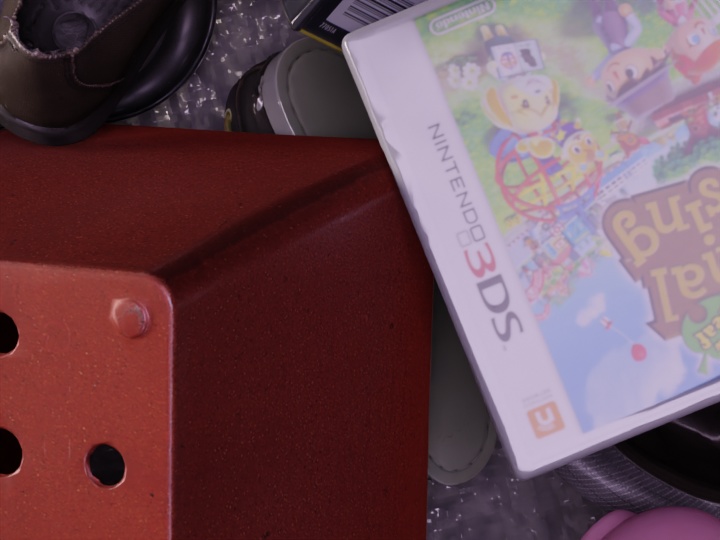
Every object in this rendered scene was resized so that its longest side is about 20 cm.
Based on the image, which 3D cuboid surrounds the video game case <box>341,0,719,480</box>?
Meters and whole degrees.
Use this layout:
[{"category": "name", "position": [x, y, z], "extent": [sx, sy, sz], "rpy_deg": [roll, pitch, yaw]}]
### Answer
[{"category": "video game case", "position": [0.117, -0.042, 0.709], "extent": [0.199, 0.022, 0.183], "rpy_deg": [-22, 84, 1]}]

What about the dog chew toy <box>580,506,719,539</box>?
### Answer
[{"category": "dog chew toy", "position": [0.155, 0.169, 0.702], "extent": [0.124, 0.125, 0.200], "rpy_deg": [-43, 66, 1]}]

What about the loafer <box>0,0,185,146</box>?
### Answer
[{"category": "loafer", "position": [-0.086, -0.144, 0.759], "extent": [0.073, 0.071, 0.201], "rpy_deg": [24, 73, -4]}]

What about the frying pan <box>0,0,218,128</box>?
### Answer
[{"category": "frying pan", "position": [-0.153, -0.102, 0.825], "extent": [0.189, 0.031, 0.115], "rpy_deg": [-26, 108, 5]}]

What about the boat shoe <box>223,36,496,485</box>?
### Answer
[{"category": "boat shoe", "position": [0.000, 0.000, 0.824], "extent": [0.072, 0.060, 0.202], "rpy_deg": [-22, 92, -38]}]

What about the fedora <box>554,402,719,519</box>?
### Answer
[{"category": "fedora", "position": [0.156, 0.027, 0.797], "extent": [0.199, 0.090, 0.178], "rpy_deg": [9, 91, -3]}]

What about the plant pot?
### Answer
[{"category": "plant pot", "position": [-0.095, 0.051, 0.727], "extent": [0.199, 0.176, 0.201], "rpy_deg": [5, 99, 21]}]

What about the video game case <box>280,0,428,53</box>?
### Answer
[{"category": "video game case", "position": [0.096, -0.139, 0.743], "extent": [0.200, 0.180, 0.026], "rpy_deg": [-46, 43, 26]}]
